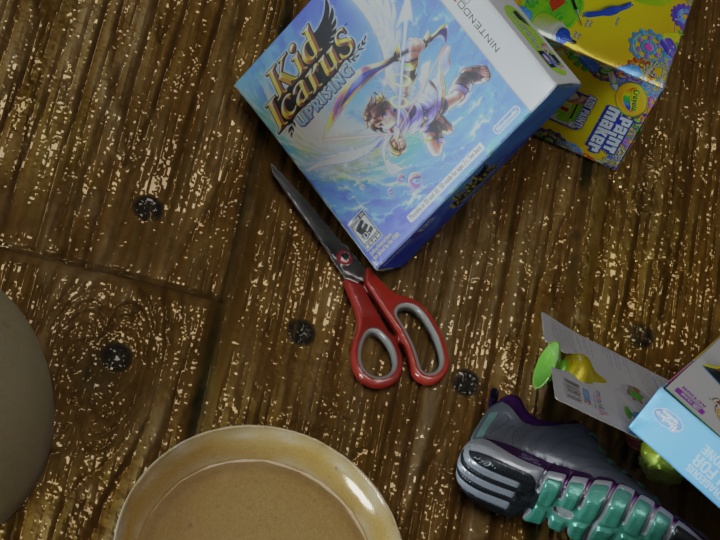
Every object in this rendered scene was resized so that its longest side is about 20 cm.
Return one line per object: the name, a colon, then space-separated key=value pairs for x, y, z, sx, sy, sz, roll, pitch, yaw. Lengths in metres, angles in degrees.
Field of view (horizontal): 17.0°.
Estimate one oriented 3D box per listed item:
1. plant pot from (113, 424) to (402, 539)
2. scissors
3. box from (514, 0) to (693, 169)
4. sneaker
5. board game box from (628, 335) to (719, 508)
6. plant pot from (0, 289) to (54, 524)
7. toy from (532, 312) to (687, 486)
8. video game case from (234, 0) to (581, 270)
plant pot: x=-0.069 y=0.200 z=1.614 sx=0.199 sy=0.028 sz=0.201 roll=6 pitch=60 yaw=-11
scissors: x=0.000 y=0.000 z=1.748 sx=0.073 sy=0.014 sz=0.201 roll=-16 pitch=66 yaw=-18
box: x=0.153 y=-0.219 z=1.838 sx=0.192 sy=0.122 sz=0.201 roll=23 pitch=59 yaw=0
sneaker: x=0.169 y=0.147 z=1.677 sx=0.199 sy=0.075 sz=0.088 roll=27 pitch=49 yaw=-2
board game box: x=0.285 y=0.116 z=1.678 sx=0.153 sy=0.040 sz=0.200 roll=42 pitch=28 yaw=11
plant pot: x=-0.292 y=0.067 z=1.569 sx=0.199 sy=0.135 sz=0.201 roll=6 pitch=60 yaw=-11
toy: x=0.205 y=0.113 z=1.691 sx=0.199 sy=0.047 sz=0.115 roll=30 pitch=24 yaw=-17
video game case: x=0.030 y=-0.133 z=1.727 sx=0.182 sy=0.200 sz=0.045 roll=53 pitch=26 yaw=17
